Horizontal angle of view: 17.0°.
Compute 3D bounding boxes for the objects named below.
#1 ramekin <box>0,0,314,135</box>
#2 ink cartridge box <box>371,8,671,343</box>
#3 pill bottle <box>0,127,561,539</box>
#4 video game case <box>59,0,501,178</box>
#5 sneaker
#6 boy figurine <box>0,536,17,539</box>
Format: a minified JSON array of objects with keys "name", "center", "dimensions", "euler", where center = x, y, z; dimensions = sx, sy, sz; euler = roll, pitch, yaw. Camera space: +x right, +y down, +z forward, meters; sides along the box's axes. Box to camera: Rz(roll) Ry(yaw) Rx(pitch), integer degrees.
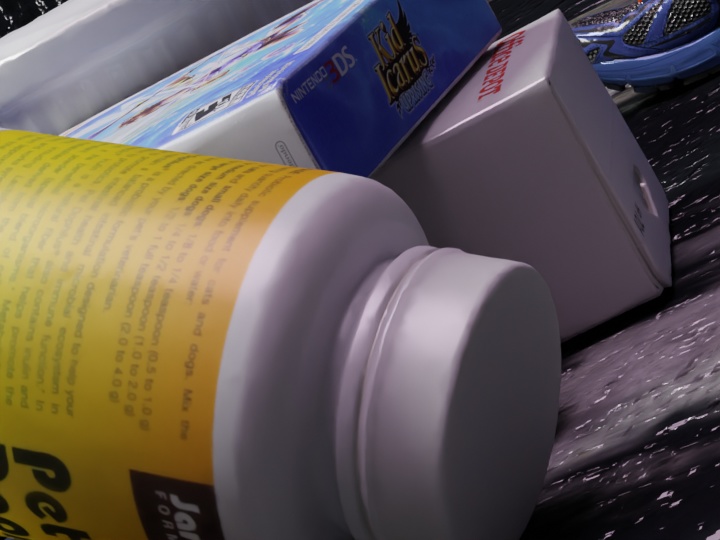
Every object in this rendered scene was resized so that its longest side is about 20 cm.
[{"name":"ramekin","center":[-0.084,-0.076,1.009],"dimensions":[0.202,0.095,0.202],"euler":[-27,11,6]},{"name":"ink cartridge box","center":[0.000,0.000,0.837],"dimensions":[0.199,0.086,0.146],"euler":[-29,9,12]},{"name":"pill bottle","center":[-0.053,0.023,0.634],"dimensions":[0.199,0.110,0.109],"euler":[8,27,25]},{"name":"video game case","center":[-0.061,-0.035,0.801],"dimensions":[0.181,0.046,0.200],"euler":[-26,11,24]},{"name":"sneaker","center":[0.175,-0.145,1.087],"dimensions":[0.199,0.079,0.075],"euler":[-25,10,22]},{"name":"boy figurine","center":[-0.116,0.117,0.628],"dimensions":[0.124,0.065,0.200],"euler":[-3,20,15]}]
